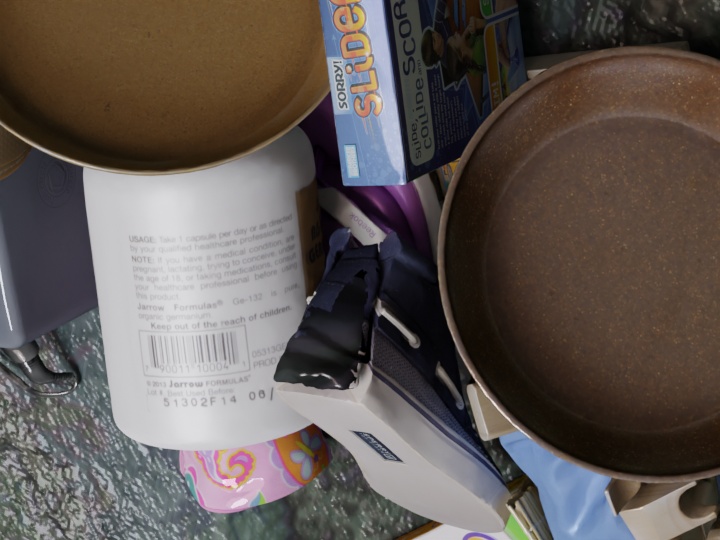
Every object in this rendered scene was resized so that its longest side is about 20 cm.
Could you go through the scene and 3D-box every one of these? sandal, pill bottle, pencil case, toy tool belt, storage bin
[{"bbox_3d":[0.006,-0.001,1.394,0.082,0.050,0.203,-11,108,37],"label":"sandal"},{"bbox_3d":[-0.076,-0.023,1.351,0.114,0.114,0.201,4,109,32],"label":"pill bottle"},{"bbox_3d":[-0.076,0.025,1.469,0.087,0.087,0.201,-1,113,34],"label":"pencil case"},{"bbox_3d":[0.127,0.105,1.333,0.125,0.123,0.200,-15,114,45],"label":"toy tool belt"},{"bbox_3d":[-0.196,-0.059,1.478,0.145,0.134,0.201,5,114,31],"label":"storage bin"}]

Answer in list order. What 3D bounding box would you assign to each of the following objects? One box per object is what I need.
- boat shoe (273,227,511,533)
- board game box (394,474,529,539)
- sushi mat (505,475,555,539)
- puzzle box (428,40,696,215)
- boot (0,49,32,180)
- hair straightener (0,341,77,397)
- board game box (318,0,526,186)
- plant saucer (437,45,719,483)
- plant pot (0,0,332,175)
[{"bbox_3d":[0.032,0.055,1.359,0.074,0.093,0.200,8,158,29],"label":"boat shoe"},{"bbox_3d":[0.060,0.179,1.498,0.200,0.030,0.096,-31,94,37],"label":"board game box"},{"bbox_3d":[0.143,0.183,1.399,0.012,0.096,0.200,-33,93,24],"label":"sushi mat"},{"bbox_3d":[0.085,-0.040,1.372,0.199,0.025,0.134,-4,110,35],"label":"puzzle box"},{"bbox_3d":[-0.213,-0.119,1.347,0.154,0.200,0.074,26,127,14],"label":"boot"},{"bbox_3d":[-0.229,-0.008,1.593,0.200,0.041,0.077,53,162,-10],"label":"hair straightener"},{"bbox_3d":[0.025,-0.151,1.268,0.034,0.135,0.201,-1,103,30],"label":"board game box"},{"bbox_3d":[0.131,-0.002,1.269,0.201,0.200,0.037,50,169,2],"label":"plant saucer"},{"bbox_3d":[-0.098,-0.126,1.275,0.200,0.200,0.028,37,155,13],"label":"plant pot"}]
